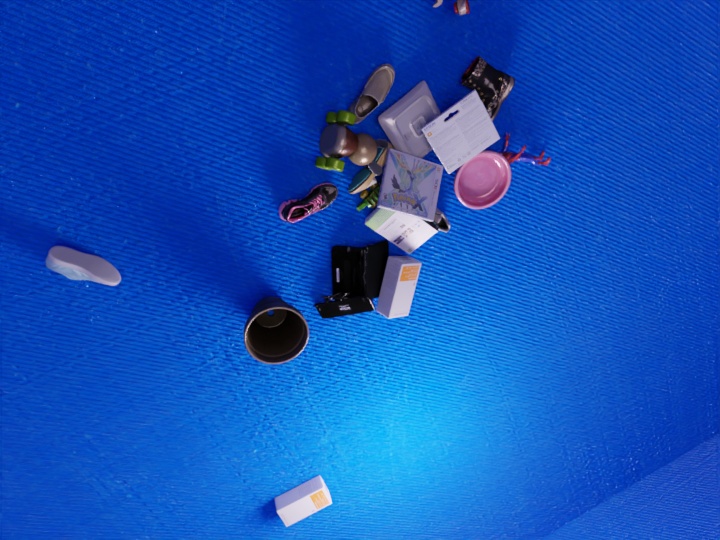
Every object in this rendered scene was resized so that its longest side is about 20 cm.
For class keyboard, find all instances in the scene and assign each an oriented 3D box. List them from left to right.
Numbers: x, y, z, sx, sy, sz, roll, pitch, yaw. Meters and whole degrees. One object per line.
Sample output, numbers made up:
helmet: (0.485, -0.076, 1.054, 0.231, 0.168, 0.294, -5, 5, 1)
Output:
keyboard: (-0.055, 0.107, 1.732, 0.199, 0.040, 0.104, -11, 131, 16)

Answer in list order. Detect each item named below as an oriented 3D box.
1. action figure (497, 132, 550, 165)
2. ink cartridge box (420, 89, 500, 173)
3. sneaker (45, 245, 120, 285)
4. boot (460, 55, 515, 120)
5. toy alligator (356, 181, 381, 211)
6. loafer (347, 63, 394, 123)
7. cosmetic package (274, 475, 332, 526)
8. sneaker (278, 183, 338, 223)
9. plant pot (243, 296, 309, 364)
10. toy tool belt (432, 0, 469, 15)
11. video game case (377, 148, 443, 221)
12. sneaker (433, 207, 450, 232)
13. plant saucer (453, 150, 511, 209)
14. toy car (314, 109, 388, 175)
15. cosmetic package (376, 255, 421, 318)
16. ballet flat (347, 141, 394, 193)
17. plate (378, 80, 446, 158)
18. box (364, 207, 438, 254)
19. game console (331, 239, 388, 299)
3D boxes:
action figure: (0.549, -0.406, 1.728, 0.199, 0.065, 0.099, -5, 130, -16)
ink cartridge box: (0.309, -0.432, 1.594, 0.196, 0.043, 0.200, -33, 127, 12)
sneaker: (-0.800, -0.002, 1.480, 0.200, 0.074, 0.082, 31, 129, -30)
boot: (0.377, -0.554, 1.616, 0.150, 0.073, 0.200, 27, 105, -22)
toy alligator: (0.065, -0.261, 1.644, 0.200, 0.054, 0.059, -45, 117, 3)
loafer: (0.039, -0.521, 1.524, 0.076, 0.068, 0.200, 32, 99, -26)
cosmetic package: (-0.224, 0.903, 2.010, 0.199, 0.071, 0.102, -25, 116, -6)
sneaker: (-0.153, -0.201, 1.579, 0.199, 0.095, 0.079, -29, 115, -6)
plant pot: (-0.279, 0.171, 1.643, 0.199, 0.174, 0.201, -6, 113, -16)
toy tool belt: (0.231, -0.819, 1.454, 0.122, 0.125, 0.201, -9, 114, 20)
video game case: (0.158, -0.264, 1.601, 0.199, 0.022, 0.183, 12, 87, -23)
sneaker: (0.227, -0.196, 1.700, 0.200, 0.092, 0.076, 30, 100, -25)
plant saucer: (0.404, -0.308, 1.722, 0.199, 0.051, 0.201, -6, 120, -10)
toy car: (-0.012, -0.364, 1.530, 0.199, 0.158, 0.165, 11, 98, -28)
cosmetic package: (0.130, 0.055, 1.756, 0.101, 0.071, 0.201, -5, 115, -41)
ballet flat: (0.042, -0.310, 1.612, 0.063, 0.069, 0.200, 34, 99, -32)
plate: (0.179, -0.451, 1.602, 0.200, 0.032, 0.200, -40, 119, -8)
box: (0.134, -0.151, 1.677, 0.200, 0.036, 0.144, 32, 131, -23)
game console: (0.000, 0.000, 1.749, 0.175, 0.116, 0.201, 5, 112, 13)
